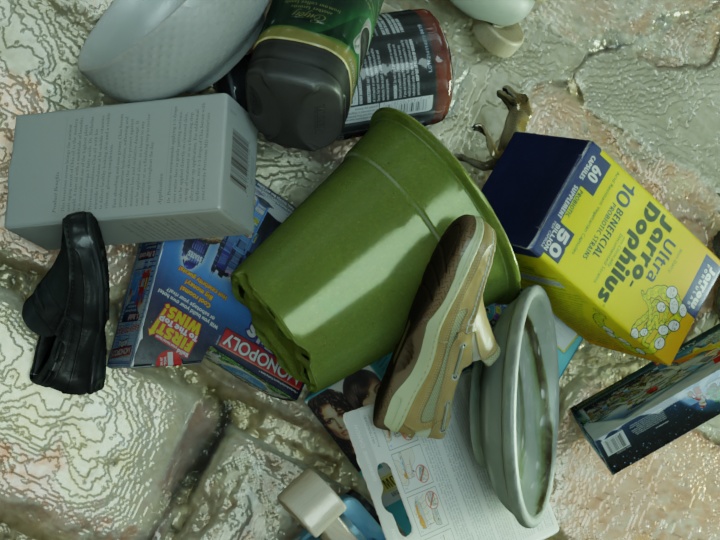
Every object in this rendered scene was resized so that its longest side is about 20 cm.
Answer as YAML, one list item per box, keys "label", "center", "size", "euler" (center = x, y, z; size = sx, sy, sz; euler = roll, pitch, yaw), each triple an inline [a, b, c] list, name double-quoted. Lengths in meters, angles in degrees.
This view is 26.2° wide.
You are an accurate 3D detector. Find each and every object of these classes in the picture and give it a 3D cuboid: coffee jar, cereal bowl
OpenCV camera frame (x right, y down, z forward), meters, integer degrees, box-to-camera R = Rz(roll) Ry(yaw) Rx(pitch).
- label: "coffee jar"
  center: [-0.033, -0.201, 1.271]
  size: [0.085, 0.105, 0.201]
  euler: [12, 59, 6]
- label: "cereal bowl"
  center: [-0.141, -0.212, 1.303]
  size: [0.083, 0.200, 0.201]
  euler: [44, 78, -26]

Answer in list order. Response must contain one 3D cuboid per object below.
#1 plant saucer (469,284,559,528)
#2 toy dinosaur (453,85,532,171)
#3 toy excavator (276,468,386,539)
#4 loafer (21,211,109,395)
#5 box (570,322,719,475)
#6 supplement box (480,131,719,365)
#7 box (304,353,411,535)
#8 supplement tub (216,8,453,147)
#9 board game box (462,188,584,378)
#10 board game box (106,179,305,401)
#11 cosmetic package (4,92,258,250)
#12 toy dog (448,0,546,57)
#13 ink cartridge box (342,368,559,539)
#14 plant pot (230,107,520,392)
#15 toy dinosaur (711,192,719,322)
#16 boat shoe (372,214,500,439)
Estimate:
- label: "plant saucer"
  center: [0.126, 0.113, 1.293]
  size: [0.050, 0.200, 0.202]
  euler: [-1, 88, 17]
- label: "toy dinosaur"
  center: [0.142, -0.067, 1.395]
  size: [0.100, 0.058, 0.202]
  euler: [-15, 92, -16]
- label: "toy excavator"
  center: [-0.008, 0.242, 1.318]
  size: [0.100, 0.200, 0.195]
  euler: [-41, 99, -13]
- label: "loafer"
  center: [-0.243, 0.032, 1.275]
  size: [0.070, 0.201, 0.068]
  euler: [-2, 48, -14]
- label: "box"
  center: [0.295, 0.107, 1.414]
  size: [0.199, 0.137, 0.038]
  euler: [-30, 96, 3]
- label: "supplement box"
  center: [0.203, -0.019, 1.356]
  size: [0.200, 0.109, 0.109]
  euler: [37, 79, -31]
- label: "box"
  center: [0.044, 0.166, 1.392]
  size: [0.082, 0.049, 0.200]
  euler: [-32, 99, 30]
- label: "supplement tub"
  center: [-0.025, -0.168, 1.375]
  size: [0.198, 0.107, 0.108]
  euler: [-10, 91, -15]
- label: "board game box"
  center: [0.131, 0.042, 1.442]
  size: [0.151, 0.047, 0.201]
  euler: [35, 79, -11]
- label: "board game box"
  center: [-0.124, 0.022, 1.351]
  size: [0.199, 0.062, 0.201]
  euler: [35, 71, -23]
- label: "cosmetic package"
  center: [-0.188, -0.079, 1.283]
  size: [0.198, 0.071, 0.102]
  euler: [-3, 73, 20]
- label: "toy dog"
  center: [0.090, -0.282, 1.413]
  size: [0.131, 0.097, 0.200]
  euler: [-33, 134, 22]
- label: "ink cartridge box"
  center: [0.068, 0.177, 1.314]
  size: [0.199, 0.050, 0.162]
  euler: [-14, 81, -43]
- label: "plant pot"
  center: [0.000, 0.000, 1.296]
  size: [0.190, 0.200, 0.201]
  euler: [-37, 98, -15]
- label: "toy dinosaur"
  center: [0.387, 0.024, 1.513]
  size: [0.101, 0.077, 0.202]
  euler: [2, 99, 2]
- label: "boat shoe"
  center: [0.075, 0.048, 1.209]
  size: [0.076, 0.072, 0.201]
  euler: [18, 124, -6]
